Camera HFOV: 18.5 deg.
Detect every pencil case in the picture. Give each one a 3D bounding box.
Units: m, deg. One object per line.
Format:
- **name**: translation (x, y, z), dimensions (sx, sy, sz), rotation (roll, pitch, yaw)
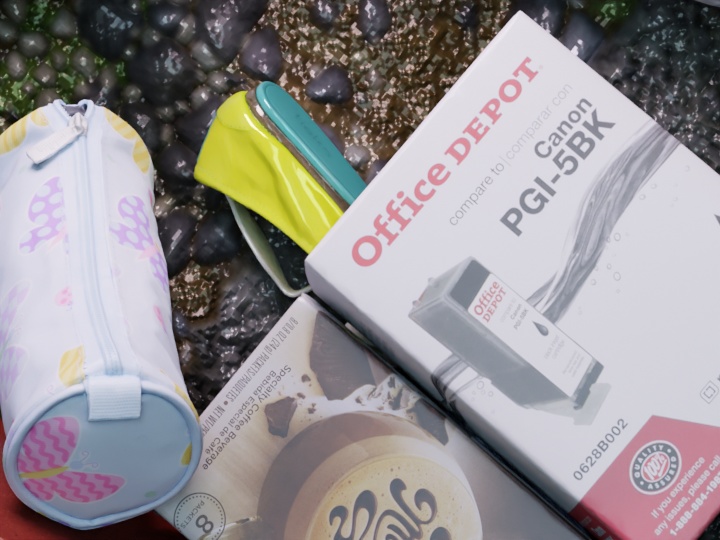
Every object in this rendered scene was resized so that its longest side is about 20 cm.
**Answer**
- **pencil case**: translation (-0.119, 0.014, 0.952), dimensions (0.083, 0.201, 0.091), rotation (13, 127, -24)

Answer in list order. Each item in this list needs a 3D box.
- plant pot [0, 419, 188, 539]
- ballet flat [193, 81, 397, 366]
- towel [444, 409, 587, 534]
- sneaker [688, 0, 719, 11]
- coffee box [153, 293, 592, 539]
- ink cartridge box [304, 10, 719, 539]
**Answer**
- **plant pot**: translation (-0.145, 0.188, 0.936), dimensions (0.199, 0.176, 0.201), rotation (30, 83, 2)
- **ballet flat**: translation (0.000, 0.000, 1.025), dimensions (0.200, 0.067, 0.067), rotation (45, 105, 6)
- **towel**: translation (0.067, 0.165, 1.009), dimensions (0.111, 0.049, 0.201), rotation (-32, 86, -4)
- **sneaker**: translation (0.114, -0.179, 1.035), dimensions (0.199, 0.077, 0.076), rotation (12, 85, 1)
- **coffee box**: translation (0.019, 0.119, 0.950), dimensions (0.200, 0.080, 0.113), rotation (40, 89, 10)
- **ink cartridge box**: translation (0.095, 0.012, 0.939), dimensions (0.200, 0.083, 0.147), rotation (40, 86, 7)
